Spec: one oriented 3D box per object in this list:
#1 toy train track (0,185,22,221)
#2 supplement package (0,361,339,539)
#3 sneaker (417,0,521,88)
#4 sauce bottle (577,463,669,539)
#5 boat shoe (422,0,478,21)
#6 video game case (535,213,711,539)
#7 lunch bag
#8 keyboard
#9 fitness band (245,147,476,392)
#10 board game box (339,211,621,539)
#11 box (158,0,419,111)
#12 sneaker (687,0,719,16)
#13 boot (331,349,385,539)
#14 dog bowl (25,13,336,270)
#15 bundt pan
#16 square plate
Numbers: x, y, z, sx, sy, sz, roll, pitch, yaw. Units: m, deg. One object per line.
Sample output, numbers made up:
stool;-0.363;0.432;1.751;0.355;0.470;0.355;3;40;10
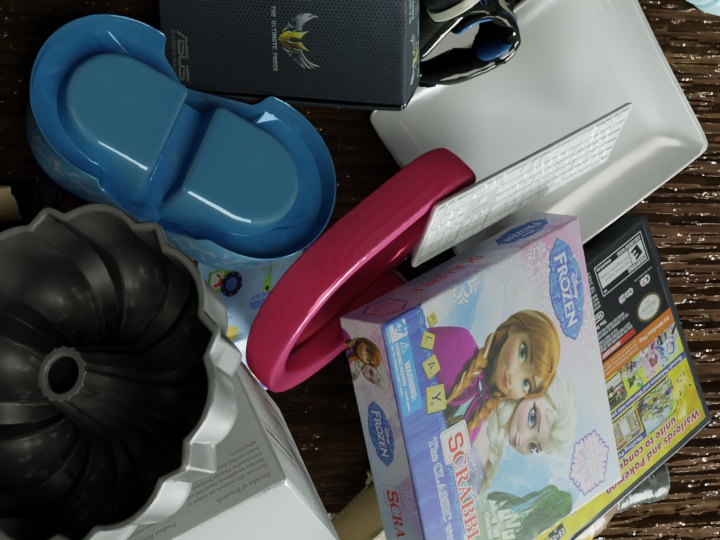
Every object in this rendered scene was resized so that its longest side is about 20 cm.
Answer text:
toy train track;-0.246;-0.010;1.333;0.114;0.033;0.200;-4;123;20
supplement package;-0.135;0.154;1.343;0.200;0.111;0.156;-27;154;1
sneaker;0.093;-0.187;1.372;0.200;0.112;0.073;-42;125;-2
sauce bottle;0.139;0.179;1.592;0.200;0.065;0.065;-17;119;-23
boat shoe;0.075;-0.244;1.324;0.066;0.074;0.200;44;62;-30
video game case;0.159;0.087;1.536;0.200;0.025;0.181;-36;118;-29
lunch bag;-0.108;0.011;1.388;0.199;0.094;0.151;-4;113;-29
keyboard;0.108;-0.058;1.407;0.200;0.011;0.056;-29;158;-38
fitness band;0.000;0.000;1.368;0.200;0.037;0.144;-41;167;-31
board game box;0.085;0.088;1.421;0.199;0.041;0.201;-28;115;-40
box;-0.044;-0.201;1.290;0.157;0.051;0.201;6;117;12
sneaker;0.268;-0.263;1.442;0.082;0.074;0.201;1;112;-29
boot;0.021;0.114;1.505;0.200;0.072;0.155;-39;124;-10
dog bowl;-0.113;-0.071;1.292;0.200;0.050;0.112;28;59;-12
bundt pan;-0.153;0.067;1.240;0.202;0.202;0.076;-53;151;5
square plate;0.123;-0.100;1.473;0.200;0.028;0.198;-37;127;-4
